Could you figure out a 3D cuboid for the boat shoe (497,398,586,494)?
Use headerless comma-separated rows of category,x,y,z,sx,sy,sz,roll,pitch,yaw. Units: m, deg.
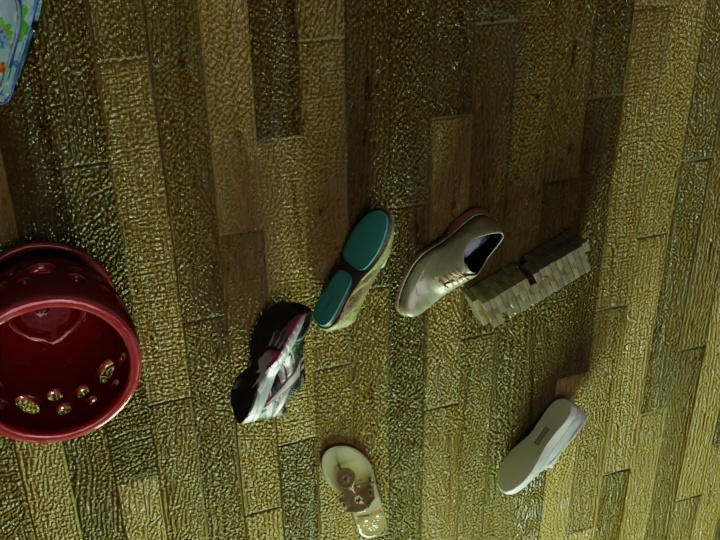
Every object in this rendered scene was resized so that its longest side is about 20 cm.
boat shoe,0.321,0.315,1.591,0.068,0.072,0.200,33,92,-31

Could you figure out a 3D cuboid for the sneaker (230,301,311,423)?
sneaker,-0.114,0.132,1.310,0.086,0.080,0.200,9,121,-39

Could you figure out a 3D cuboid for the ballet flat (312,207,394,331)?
ballet flat,0.000,0.000,1.298,0.071,0.071,0.200,22,106,-30

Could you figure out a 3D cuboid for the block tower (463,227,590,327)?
block tower,0.264,0.014,1.412,0.200,0.054,0.058,-31,124,-3

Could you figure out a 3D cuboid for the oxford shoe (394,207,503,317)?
oxford shoe,0.129,-0.003,1.335,0.071,0.074,0.200,34,100,-32

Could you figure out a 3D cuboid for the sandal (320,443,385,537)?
sandal,0.003,0.376,1.486,0.077,0.070,0.212,-27,123,-7

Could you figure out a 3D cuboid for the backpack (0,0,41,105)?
backpack,-0.418,-0.282,0.925,0.183,0.147,0.200,14,108,-30

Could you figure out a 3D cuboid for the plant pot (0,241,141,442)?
plant pot,-0.378,0.078,1.099,0.200,0.183,0.201,-9,119,-17
